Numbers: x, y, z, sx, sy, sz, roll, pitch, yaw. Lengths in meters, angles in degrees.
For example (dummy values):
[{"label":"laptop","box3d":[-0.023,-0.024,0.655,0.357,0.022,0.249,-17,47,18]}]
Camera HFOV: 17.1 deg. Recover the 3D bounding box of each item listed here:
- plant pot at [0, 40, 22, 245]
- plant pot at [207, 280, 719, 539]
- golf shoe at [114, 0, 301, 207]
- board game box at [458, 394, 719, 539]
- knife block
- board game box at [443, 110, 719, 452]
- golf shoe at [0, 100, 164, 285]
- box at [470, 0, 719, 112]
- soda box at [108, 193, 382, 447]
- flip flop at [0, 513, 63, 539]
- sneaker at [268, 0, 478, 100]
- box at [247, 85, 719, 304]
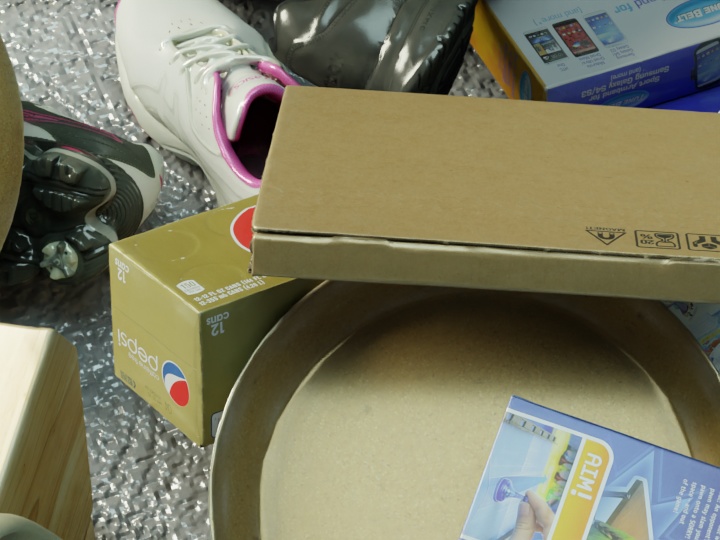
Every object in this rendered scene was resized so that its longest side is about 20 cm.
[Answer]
[{"label":"plant pot","box3d":[-0.239,-0.050,1.004,0.200,0.027,0.200,-2,84,18]},{"label":"plant pot","box3d":[0.044,0.085,0.888,0.200,0.027,0.200,-1,70,2]},{"label":"golf shoe","box3d":[-0.052,-0.075,1.064,0.075,0.092,0.200,-24,58,-18]},{"label":"board game box","box3d":[0.082,0.159,0.826,0.135,0.034,0.200,19,73,9]},{"label":"knife block","box3d":[-0.162,0.136,0.854,0.064,0.200,0.176,6,23,23]},{"label":"board game box","box3d":[0.144,0.038,0.960,0.134,0.034,0.200,35,61,17]},{"label":"golf shoe","box3d":[-0.185,-0.044,1.056,0.200,0.077,0.088,15,24,16]},{"label":"box","box3d":[0.105,-0.137,1.134,0.119,0.042,0.200,-18,48,-16]},{"label":"soda box","box3d":[0.000,0.000,0.970,0.200,0.064,0.068,-19,36,-32]},{"label":"flip flop","box3d":[-0.071,0.147,0.860,0.058,0.200,0.081,-10,52,39]},{"label":"sneaker","box3d":[0.025,-0.150,1.065,0.091,0.076,0.200,23,50,8]},{"label":"box","box3d":[0.063,-0.032,0.923,0.200,0.021,0.164,3,23,2]}]
